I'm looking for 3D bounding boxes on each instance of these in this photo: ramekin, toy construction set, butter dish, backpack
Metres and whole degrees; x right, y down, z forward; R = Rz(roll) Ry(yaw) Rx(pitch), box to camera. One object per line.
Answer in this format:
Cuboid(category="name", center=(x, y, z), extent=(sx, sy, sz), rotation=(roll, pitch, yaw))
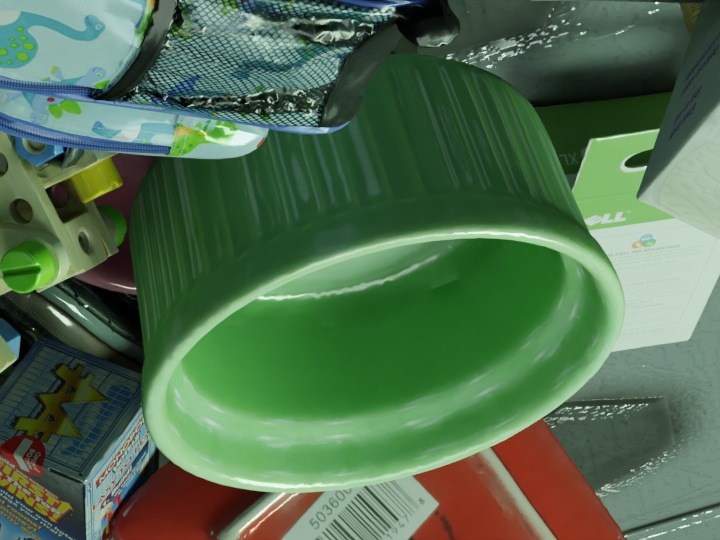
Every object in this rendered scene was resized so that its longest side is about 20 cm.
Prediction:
Cuboid(category="ramekin", center=(0.000, 0.000, 1.132), extent=(0.199, 0.098, 0.200), rotation=(-12, 150, -7))
Cuboid(category="toy construction set", center=(-0.165, -0.057, 1.072), extent=(0.131, 0.092, 0.200), rotation=(-25, 108, 29))
Cuboid(category="butter dish", center=(-0.004, 0.134, 1.307), extent=(0.200, 0.200, 0.148), rotation=(-38, -170, -16))
Cuboid(category="backpack", center=(-0.091, -0.132, 0.930), extent=(0.200, 0.183, 0.147), rotation=(8, 142, -27))

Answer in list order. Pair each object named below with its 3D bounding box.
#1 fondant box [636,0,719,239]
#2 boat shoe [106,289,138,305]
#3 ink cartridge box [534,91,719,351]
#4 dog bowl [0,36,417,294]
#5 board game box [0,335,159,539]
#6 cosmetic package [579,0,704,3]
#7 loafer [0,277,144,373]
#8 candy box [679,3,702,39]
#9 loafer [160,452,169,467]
Cuboid(category="fondant box", center=(0.178, -0.125, 1.031), extent=(0.058, 0.200, 0.144), rotation=(23, 153, -6))
Cuboid(category="boat shoe", center=(-0.029, 0.011, 1.315), extent=(0.200, 0.066, 0.070), rotation=(4, 145, -30))
Cuboid(category="ink cartridge box", center=(0.126, -0.034, 1.320), extent=(0.104, 0.059, 0.200), rotation=(-7, 149, -15))
Cuboid(category="dog bowl", center=(-0.064, -0.062, 1.169), extent=(0.200, 0.074, 0.200), rotation=(-11, 150, -6))
Cuboid(category="board game box", center=(-0.168, 0.073, 1.253), extent=(0.200, 0.062, 0.200), rotation=(35, 153, -1))
Cuboid(category="cosmetic package", center=(0.118, -0.195, 0.998), extent=(0.090, 0.107, 0.200), rotation=(-3, 150, -23))
Cuboid(category="loafer", center=(-0.138, 0.037, 1.290), extent=(0.063, 0.072, 0.200), rotation=(-48, 147, 2))
Cuboid(category="candy box", center=(0.238, -0.123, 1.165), extent=(0.200, 0.116, 0.055), rotation=(-25, 150, 16))
Cuboid(category="loafer", center=(-0.128, 0.102, 1.425), extent=(0.063, 0.072, 0.200), rotation=(-23, 152, 29))
